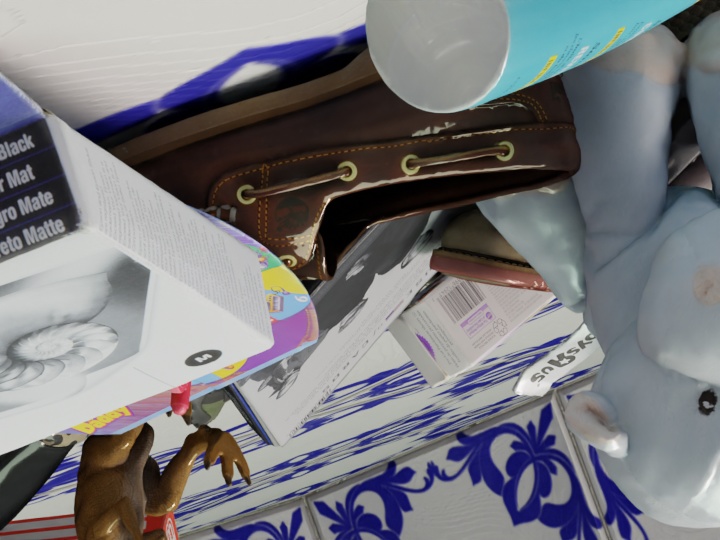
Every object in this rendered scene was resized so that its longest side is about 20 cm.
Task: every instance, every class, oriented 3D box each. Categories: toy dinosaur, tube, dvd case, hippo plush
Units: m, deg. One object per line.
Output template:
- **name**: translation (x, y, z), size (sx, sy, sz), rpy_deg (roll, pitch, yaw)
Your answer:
- **toy dinosaur**: translation (-0.105, 0.080, 1.201), size (0.106, 0.201, 0.060), rpy_deg (-33, 131, 32)
- **tube**: translation (0.074, -0.090, 0.890), size (0.077, 0.051, 0.200), rpy_deg (-16, -178, 34)
- **dvd case**: translation (0.000, 0.000, 1.122), size (0.150, 0.025, 0.200), rpy_deg (-48, 171, -6)
- **hippo plush**: translation (0.105, 0.011, 0.978), size (0.201, 0.159, 0.161), rpy_deg (-57, -171, 28)

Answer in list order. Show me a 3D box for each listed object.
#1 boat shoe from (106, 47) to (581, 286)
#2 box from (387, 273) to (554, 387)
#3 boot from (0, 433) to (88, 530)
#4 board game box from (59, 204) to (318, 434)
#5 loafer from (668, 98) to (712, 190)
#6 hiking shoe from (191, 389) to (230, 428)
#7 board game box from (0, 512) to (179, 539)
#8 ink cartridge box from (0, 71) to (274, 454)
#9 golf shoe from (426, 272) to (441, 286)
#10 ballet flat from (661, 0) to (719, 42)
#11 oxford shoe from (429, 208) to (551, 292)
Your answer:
- **boat shoe**: translation (-0.021, -0.030, 0.958), size (0.199, 0.071, 0.070), rpy_deg (-20, 174, 9)
- **box**: translation (0.093, -0.016, 1.280), size (0.200, 0.042, 0.039), rpy_deg (-39, -175, -35)
- **boot**: translation (-0.169, 0.068, 1.235), size (0.154, 0.073, 0.204), rpy_deg (-46, -165, 15)
- **board game box**: translation (-0.113, 0.032, 0.966), size (0.157, 0.039, 0.199), rpy_deg (26, 145, -35)
- **loafer**: translation (0.161, -0.062, 1.083), size (0.199, 0.063, 0.072), rpy_deg (-35, -149, 8)
- **hiking shoe**: translation (-0.052, 0.004, 1.207), size (0.101, 0.076, 0.200), rpy_deg (-39, 176, -13)
- **board game box**: translation (-0.188, 0.174, 1.256), size (0.198, 0.047, 0.152), rpy_deg (-7, -155, 6)
- **ink cartridge box**: translation (-0.151, 0.017, 0.835), size (0.198, 0.041, 0.200), rpy_deg (-22, 157, 15)
- **golf shoe**: translation (0.108, -0.022, 1.402), size (0.199, 0.079, 0.097), rpy_deg (-24, 166, 24)
- **ballet flat**: translation (0.160, -0.101, 1.026), size (0.199, 0.047, 0.067), rpy_deg (-24, 172, 26)
- **oxford shoe**: translation (0.089, -0.037, 1.183), size (0.070, 0.075, 0.200), rpy_deg (12, -164, 26)
